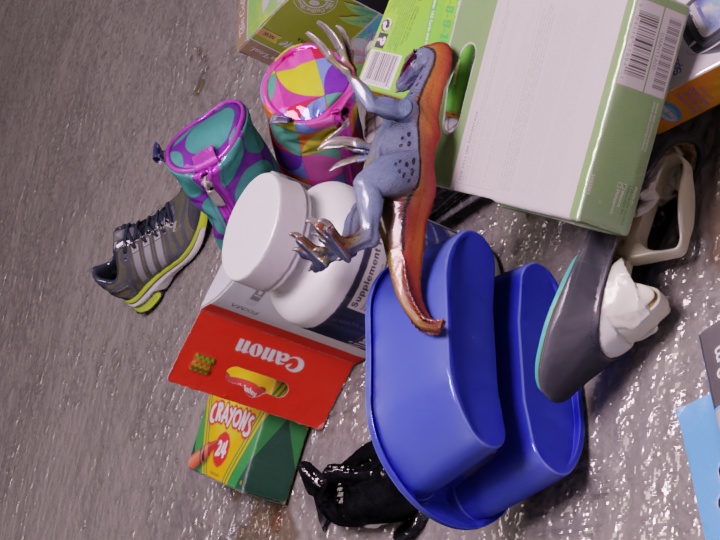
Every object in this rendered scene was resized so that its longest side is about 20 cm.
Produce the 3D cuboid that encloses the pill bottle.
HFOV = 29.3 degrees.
[{"bbox_3d":[0.000,0.000,1.040,0.111,0.198,0.112,-37,42,43],"label":"pill bottle"}]

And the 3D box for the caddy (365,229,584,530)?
[{"bbox_3d":[0.070,0.073,0.940,0.105,0.140,0.202,-34,44,41],"label":"caddy"}]

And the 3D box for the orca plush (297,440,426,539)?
[{"bbox_3d":[-0.002,0.153,1.080,0.199,0.070,0.107,-11,63,56],"label":"orca plush"}]

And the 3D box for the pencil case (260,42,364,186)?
[{"bbox_3d":[-0.034,-0.104,1.183,0.201,0.087,0.089,79,-167,-61],"label":"pencil case"}]

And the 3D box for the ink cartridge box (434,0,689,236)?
[{"bbox_3d":[0.118,-0.111,0.908,0.199,0.047,0.147,20,97,62],"label":"ink cartridge box"}]

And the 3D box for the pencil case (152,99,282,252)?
[{"bbox_3d":[-0.091,-0.040,1.158,0.084,0.201,0.093,-13,38,20],"label":"pencil case"}]

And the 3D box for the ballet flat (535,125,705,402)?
[{"bbox_3d":[0.174,-0.006,0.891,0.073,0.073,0.202,5,70,59],"label":"ballet flat"}]

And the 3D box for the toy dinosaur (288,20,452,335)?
[{"bbox_3d":[0.028,-0.073,0.941,0.182,0.200,0.105,-46,-8,-20],"label":"toy dinosaur"}]

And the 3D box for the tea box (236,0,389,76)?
[{"bbox_3d":[-0.013,-0.311,1.319,0.196,0.132,0.202,-38,42,43],"label":"tea box"}]

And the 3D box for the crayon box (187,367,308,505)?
[{"bbox_3d":[-0.087,0.102,1.274,0.126,0.050,0.203,4,76,60],"label":"crayon box"}]

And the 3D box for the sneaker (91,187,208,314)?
[{"bbox_3d":[-0.238,-0.033,1.576,0.201,0.080,0.074,-52,34,28],"label":"sneaker"}]

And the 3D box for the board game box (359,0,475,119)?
[{"bbox_3d":[0.081,-0.160,1.013,0.199,0.030,0.097,23,92,51],"label":"board game box"}]

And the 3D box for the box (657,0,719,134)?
[{"bbox_3d":[0.235,-0.173,0.869,0.199,0.041,0.120,-28,50,33],"label":"box"}]

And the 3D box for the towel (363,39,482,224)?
[{"bbox_3d":[0.088,-0.141,1.103,0.199,0.085,0.168,-32,48,45],"label":"towel"}]

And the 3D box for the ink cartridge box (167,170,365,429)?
[{"bbox_3d":[-0.047,0.037,1.134,0.202,0.161,0.050,-63,29,12],"label":"ink cartridge box"}]

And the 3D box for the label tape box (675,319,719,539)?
[{"bbox_3d":[0.236,0.086,0.733,0.200,0.066,0.145,-39,41,40],"label":"label tape box"}]
